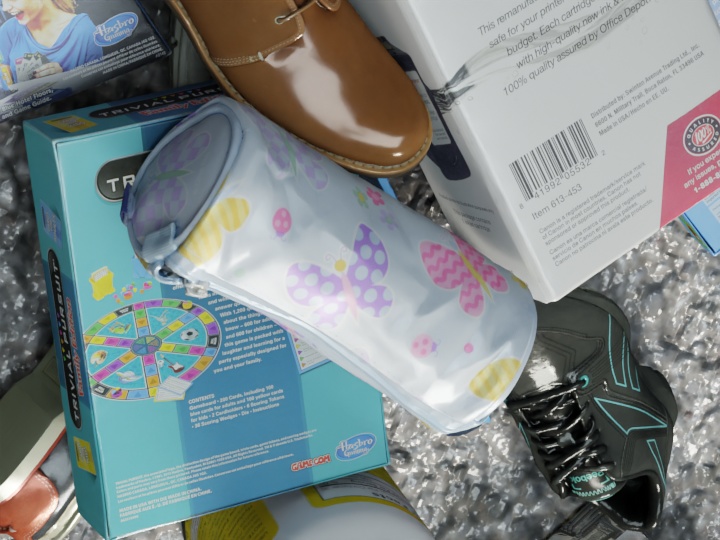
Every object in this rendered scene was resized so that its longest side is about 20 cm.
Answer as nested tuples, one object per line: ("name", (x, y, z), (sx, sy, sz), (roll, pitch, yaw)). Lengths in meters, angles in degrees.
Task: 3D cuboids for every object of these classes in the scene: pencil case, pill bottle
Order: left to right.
("pill bottle", (-0.017, 0.152, 1.484), (0.111, 0.200, 0.112), (-6, 111, -15))
("pencil case", (-0.012, 0.000, 1.367), (0.200, 0.091, 0.083), (30, 134, -31))

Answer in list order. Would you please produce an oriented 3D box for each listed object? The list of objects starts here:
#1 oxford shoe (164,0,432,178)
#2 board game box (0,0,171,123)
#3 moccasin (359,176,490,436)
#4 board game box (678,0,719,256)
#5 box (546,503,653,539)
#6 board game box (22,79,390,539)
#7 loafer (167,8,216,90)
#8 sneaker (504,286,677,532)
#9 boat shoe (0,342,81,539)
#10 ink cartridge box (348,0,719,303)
("oxford shoe", (-0.039, -0.120, 1.355), (0.200, 0.071, 0.071), (44, 66, -9))
("board game box", (-0.215, -0.159, 1.380), (0.200, 0.062, 0.200), (-22, 114, -9))
("moccasin", (0.000, 0.000, 1.511), (0.068, 0.080, 0.200), (-28, 102, -1))
("board game box", (0.180, -0.129, 1.532), (0.151, 0.037, 0.200), (-41, 117, 0))
("box", (0.113, 0.243, 1.644), (0.200, 0.050, 0.158), (-41, 116, 0))
("board game box", (-0.071, 0.013, 1.422), (0.151, 0.047, 0.200), (-14, 110, -22))
("loafer", (-0.051, -0.160, 1.427), (0.070, 0.070, 0.200), (9, 107, -7))
("sneaker", (0.114, 0.069, 1.521), (0.075, 0.079, 0.200), (-15, 149, 25))
("boat shoe", (-0.118, 0.054, 1.487), (0.200, 0.071, 0.063), (-49, 127, -1))
("ink cartridge box", (0.088, -0.109, 1.430), (0.145, 0.084, 0.200), (-34, 111, -17))
